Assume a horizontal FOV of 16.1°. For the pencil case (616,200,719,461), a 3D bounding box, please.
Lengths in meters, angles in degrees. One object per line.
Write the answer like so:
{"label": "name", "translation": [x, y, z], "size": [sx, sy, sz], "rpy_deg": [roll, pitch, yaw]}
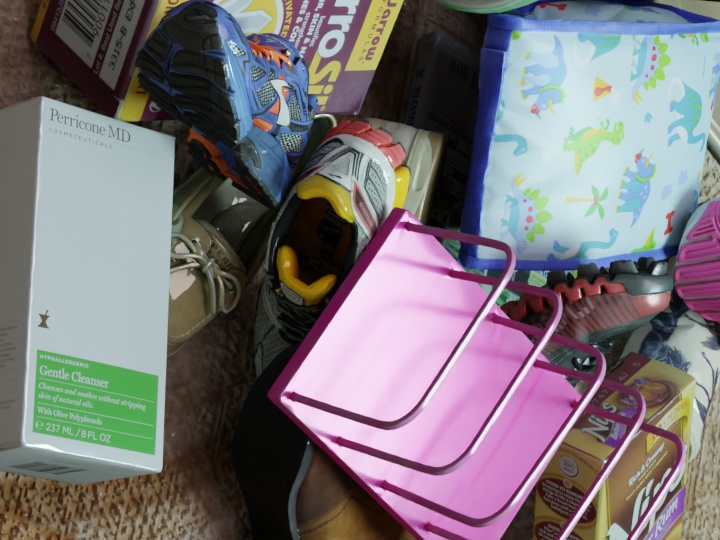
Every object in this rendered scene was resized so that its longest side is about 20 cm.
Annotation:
{"label": "pencil case", "translation": [0.238, 0.049, 1.836], "size": [0.201, 0.077, 0.090], "rpy_deg": [-61, 149, -33]}

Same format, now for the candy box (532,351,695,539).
{"label": "candy box", "translation": [0.165, 0.169, 1.691], "size": [0.117, 0.056, 0.201], "rpy_deg": [-36, 137, -42]}

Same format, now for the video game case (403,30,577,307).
{"label": "video game case", "translation": [0.100, -0.042, 1.767], "size": [0.199, 0.022, 0.183], "rpy_deg": [30, 61, -36]}

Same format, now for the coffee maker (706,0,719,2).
{"label": "coffee maker", "translation": [0.224, -0.240, 1.741], "size": [0.199, 0.192, 0.136], "rpy_deg": [3, 90, -27]}

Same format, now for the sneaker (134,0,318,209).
{"label": "sneaker", "translation": [-0.071, -0.110, 1.451], "size": [0.079, 0.075, 0.200], "rpy_deg": [-59, 164, -12]}

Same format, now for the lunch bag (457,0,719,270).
{"label": "lunch bag", "translation": [0.138, -0.093, 1.684], "size": [0.199, 0.127, 0.171], "rpy_deg": [-12, 113, -51]}

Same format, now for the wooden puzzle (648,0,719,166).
{"label": "wooden puzzle", "translation": [0.263, -0.156, 1.869], "size": [0.185, 0.037, 0.201], "rpy_deg": [48, 40, -31]}

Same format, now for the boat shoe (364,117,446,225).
{"label": "boat shoe", "translation": [0.000, 0.000, 1.637], "size": [0.072, 0.065, 0.201], "rpy_deg": [66, 39, -79]}

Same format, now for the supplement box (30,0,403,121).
{"label": "supplement box", "translation": [-0.079, -0.169, 1.532], "size": [0.199, 0.103, 0.132], "rpy_deg": [-6, 128, -43]}

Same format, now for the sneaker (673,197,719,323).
{"label": "sneaker", "translation": [0.276, -0.001, 1.763], "size": [0.200, 0.081, 0.089], "rpy_deg": [53, 46, -51]}

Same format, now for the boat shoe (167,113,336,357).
{"label": "boat shoe", "translation": [-0.082, -0.028, 1.562], "size": [0.073, 0.063, 0.201], "rpy_deg": [53, 50, -20]}

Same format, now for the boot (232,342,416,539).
{"label": "boot", "translation": [0.016, 0.132, 1.582], "size": [0.199, 0.068, 0.190], "rpy_deg": [-4, 101, -42]}

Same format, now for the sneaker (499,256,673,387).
{"label": "sneaker", "translation": [0.119, 0.055, 1.637], "size": [0.071, 0.200, 0.099], "rpy_deg": [0, 71, -60]}

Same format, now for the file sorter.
{"label": "file sorter", "translation": [0.077, 0.085, 1.487], "size": [0.200, 0.125, 0.139], "rpy_deg": [46, 71, -34]}

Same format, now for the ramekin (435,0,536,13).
{"label": "ramekin", "translation": [0.085, -0.258, 1.576], "size": [0.098, 0.199, 0.201], "rpy_deg": [-31, 102, -45]}

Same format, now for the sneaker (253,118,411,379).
{"label": "sneaker", "translation": [-0.033, 0.005, 1.537], "size": [0.082, 0.077, 0.201], "rpy_deg": [-47, 155, -52]}

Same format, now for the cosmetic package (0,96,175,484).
{"label": "cosmetic package", "translation": [-0.173, 0.014, 1.452], "size": [0.107, 0.085, 0.202], "rpy_deg": [13, 72, -43]}
